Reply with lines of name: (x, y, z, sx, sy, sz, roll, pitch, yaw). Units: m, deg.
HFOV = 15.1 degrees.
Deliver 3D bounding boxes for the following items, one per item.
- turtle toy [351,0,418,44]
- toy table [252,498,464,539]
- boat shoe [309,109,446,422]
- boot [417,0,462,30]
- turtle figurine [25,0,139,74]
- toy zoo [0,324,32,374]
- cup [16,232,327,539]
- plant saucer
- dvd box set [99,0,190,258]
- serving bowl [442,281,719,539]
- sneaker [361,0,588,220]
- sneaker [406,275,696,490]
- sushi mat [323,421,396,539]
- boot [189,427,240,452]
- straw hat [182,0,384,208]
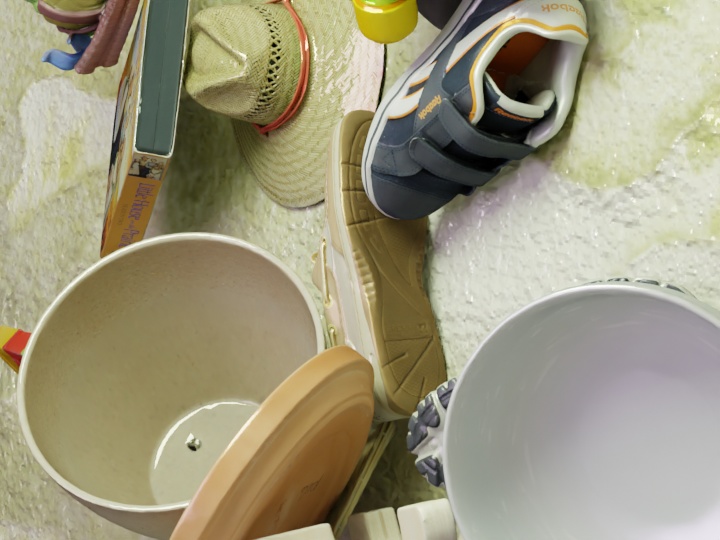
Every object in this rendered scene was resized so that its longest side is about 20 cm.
turtle toy: (0.023, -0.215, 1.586, 0.200, 0.101, 0.146, 39, 153, 38)
toy table: (0.034, 0.193, 1.568, 0.200, 0.184, 0.117, -20, 82, 64)
boat shoe: (0.000, 0.000, 1.717, 0.069, 0.074, 0.200, -24, 67, 46)
boot: (0.043, -0.248, 1.688, 0.138, 0.077, 0.200, -63, 38, 38)
turtle figurine: (-0.203, -0.252, 1.890, 0.194, 0.144, 0.200, 124, 163, -77)
toy zoo: (-0.203, 0.093, 1.948, 0.020, 0.131, 0.200, -48, 16, -12)
cup: (-0.105, 0.096, 1.756, 0.143, 0.200, 0.201, 67, -179, -56)
plant saucer: (-0.051, 0.136, 1.617, 0.032, 0.200, 0.201, 34, 120, 15)
dvd box set: (-0.152, -0.107, 1.912, 0.200, 0.029, 0.147, 120, 156, -67)
serving bowl: (0.148, 0.098, 1.444, 0.200, 0.066, 0.201, 6, 104, 24)
sneaker: (0.067, -0.094, 1.624, 0.200, 0.078, 0.079, -59, 36, 31)
sneaker: (0.114, 0.058, 1.537, 0.200, 0.080, 0.078, -29, 81, 32)
sushi mat: (-0.033, 0.184, 1.689, 0.096, 0.012, 0.200, -50, 10, 47)
boot: (-0.074, 0.186, 1.812, 0.200, 0.072, 0.145, 34, 113, 56)
straw hat: (-0.074, -0.140, 1.834, 0.201, 0.085, 0.202, -12, 76, 55)
